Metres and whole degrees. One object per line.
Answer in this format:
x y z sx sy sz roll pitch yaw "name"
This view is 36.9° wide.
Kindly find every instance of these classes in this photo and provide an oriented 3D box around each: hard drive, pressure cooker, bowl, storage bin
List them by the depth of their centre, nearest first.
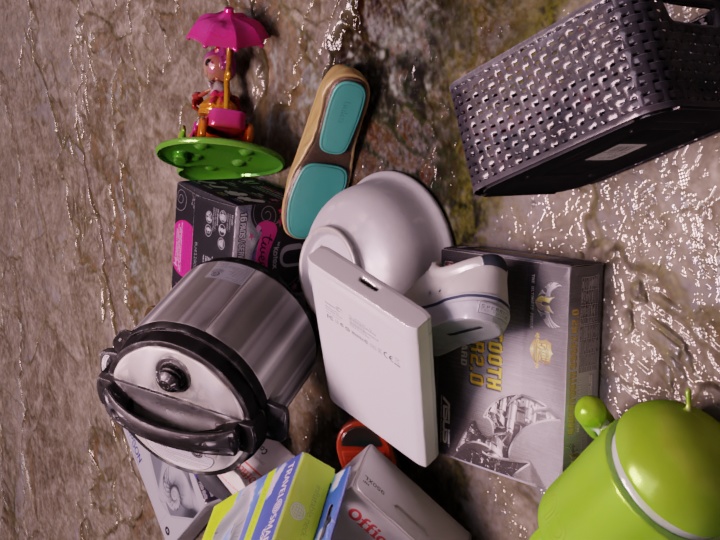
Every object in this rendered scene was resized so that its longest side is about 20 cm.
0.182 -0.131 0.836 0.199 0.135 0.095 -22 77 49 "storage bin"
0.014 0.082 0.991 0.132 0.027 0.201 32 147 32 "hard drive"
-0.155 0.102 1.081 0.175 0.200 0.179 -28 107 36 "pressure cooker"
0.000 0.000 1.111 0.200 0.090 0.203 8 101 49 "bowl"

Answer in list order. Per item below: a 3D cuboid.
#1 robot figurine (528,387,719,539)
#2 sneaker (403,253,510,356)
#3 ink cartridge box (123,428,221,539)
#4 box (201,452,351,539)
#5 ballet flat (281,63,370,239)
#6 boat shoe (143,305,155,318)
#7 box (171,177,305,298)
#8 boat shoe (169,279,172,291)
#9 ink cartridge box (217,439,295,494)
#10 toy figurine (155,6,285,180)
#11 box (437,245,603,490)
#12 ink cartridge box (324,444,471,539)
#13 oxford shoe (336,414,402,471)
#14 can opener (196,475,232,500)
0.218 0.182 0.845 0.176 0.115 0.200 57 133 28 "robot figurine"
0.070 0.032 0.983 0.199 0.073 0.071 -15 54 54 "sneaker"
-0.247 0.248 1.477 0.200 0.040 0.200 -51 57 40 "ink cartridge box"
-0.094 0.257 1.029 0.200 0.048 0.122 -38 25 43 "box"
-0.038 -0.130 1.174 0.063 0.068 0.201 -114 42 -56 "ballet flat"
-0.215 0.123 1.419 0.201 0.063 0.073 52 135 27 "boat shoe"
-0.138 0.004 1.259 0.132 0.114 0.202 23 114 46 "box"
-0.209 0.028 1.376 0.075 0.074 0.204 149 129 -82 "boat shoe"
-0.100 0.238 1.193 0.116 0.067 0.201 29 155 45 "ink cartridge box"
-0.162 -0.213 1.284 0.200 0.149 0.186 150 125 -73 "toy figurine"
0.140 0.084 0.981 0.158 0.048 0.202 11 103 50 "box"
-0.008 0.294 1.076 0.144 0.084 0.200 42 115 -6 "ink cartridge box"
0.027 0.240 1.139 0.071 0.073 0.202 -9 101 10 "oxford shoe"
-0.186 0.174 1.247 0.053 0.067 0.201 -20 107 40 "can opener"
